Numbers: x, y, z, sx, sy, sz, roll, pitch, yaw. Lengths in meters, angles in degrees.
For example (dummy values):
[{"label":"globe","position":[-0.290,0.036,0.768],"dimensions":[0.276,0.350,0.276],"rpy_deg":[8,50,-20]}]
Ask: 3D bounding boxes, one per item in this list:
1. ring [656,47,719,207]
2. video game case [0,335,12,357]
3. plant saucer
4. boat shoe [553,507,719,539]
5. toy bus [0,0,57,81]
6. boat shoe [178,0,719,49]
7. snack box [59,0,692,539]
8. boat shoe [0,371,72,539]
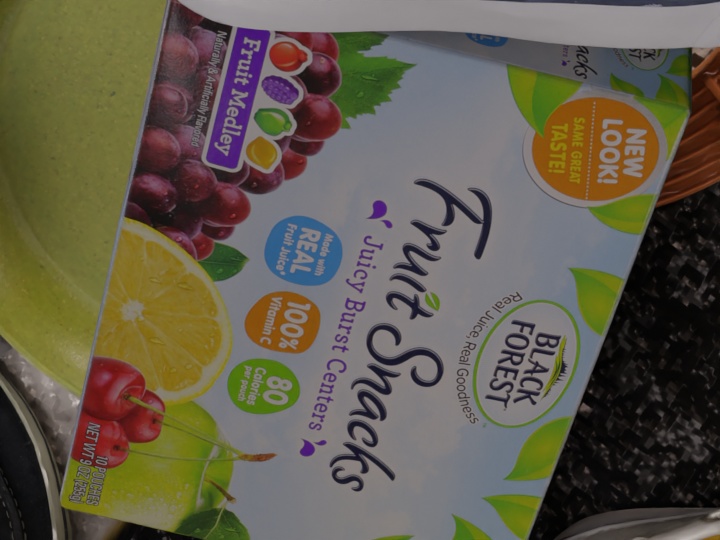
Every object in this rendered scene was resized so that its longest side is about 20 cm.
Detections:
[{"label":"ring","position":[0.046,-0.089,0.795],"dimensions":[0.200,0.019,0.201],"rpy_deg":[3,129,3]},{"label":"video game case","position":[-0.177,-0.064,0.883],"dimensions":[0.023,0.182,0.200],"rpy_deg":[-30,84,-1]},{"label":"plant saucer","position":[-0.033,-0.039,0.875],"dimensions":[0.199,0.031,0.201],"rpy_deg":[1,118,3]},{"label":"boat shoe","position":[0.130,0.094,0.845],"dimensions":[0.199,0.070,0.071],"rpy_deg":[-10,100,28]},{"label":"toy bus","position":[-0.160,-0.146,0.907],"dimensions":[0.065,0.078,0.200],"rpy_deg":[-27,92,20]},{"label":"boat shoe","position":[0.047,-0.110,0.714],"dimensions":[0.201,0.075,0.086],"rpy_deg":[1,139,2]},{"label":"snack box","position":[0.000,0.000,0.826],"dimensions":[0.142,0.053,0.200],"rpy_deg":[12,131,-5]},{"label":"boat shoe","position":[-0.168,0.035,0.977],"dimensions":[0.074,0.062,0.200],"rpy_deg":[-28,93,28]}]
